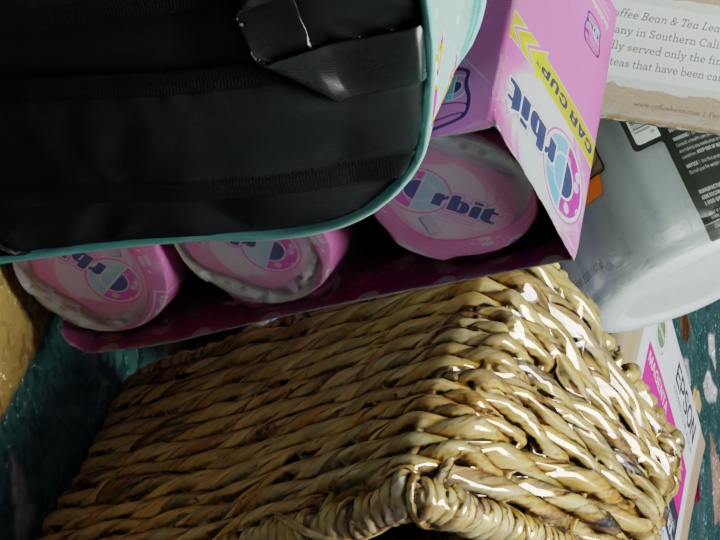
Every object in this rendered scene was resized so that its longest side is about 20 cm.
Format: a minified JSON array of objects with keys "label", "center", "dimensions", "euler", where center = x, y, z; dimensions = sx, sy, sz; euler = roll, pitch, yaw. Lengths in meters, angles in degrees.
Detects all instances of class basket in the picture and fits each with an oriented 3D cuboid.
[{"label":"basket","center":[-0.001,0.102,0.800],"dimensions":[0.143,0.200,0.149],"euler":[54,34,-22]}]

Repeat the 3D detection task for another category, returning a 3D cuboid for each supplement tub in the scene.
[{"label":"supplement tub","center":[0.120,-0.082,1.115],"dimensions":[0.200,0.122,0.122],"euler":[65,16,17]}]

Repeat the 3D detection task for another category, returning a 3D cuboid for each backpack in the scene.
[{"label":"backpack","center":[-0.061,-0.098,0.669],"dimensions":[0.153,0.199,0.176],"euler":[-52,137,-54]}]

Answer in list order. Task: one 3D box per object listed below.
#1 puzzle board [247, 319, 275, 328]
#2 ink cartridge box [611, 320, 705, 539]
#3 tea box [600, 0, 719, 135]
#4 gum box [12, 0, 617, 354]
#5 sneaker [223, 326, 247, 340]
[{"label":"puzzle board","center":[0.000,0.000,0.960],"dimensions":[0.200,0.017,0.151],"euler":[43,30,-46]},{"label":"ink cartridge box","center":[0.139,0.104,1.362],"dimensions":[0.200,0.075,0.165],"euler":[67,32,-44]},{"label":"tea box","center":[0.125,-0.145,0.946],"dimensions":[0.197,0.199,0.134],"euler":[-120,-140,-65]},{"label":"gum box","center":[-0.022,-0.048,0.787],"dimensions":[0.066,0.199,0.114],"euler":[54,36,-38]},{"label":"sneaker","center":[-0.006,0.069,0.981],"dimensions":[0.200,0.078,0.076],"euler":[62,34,-50]}]
